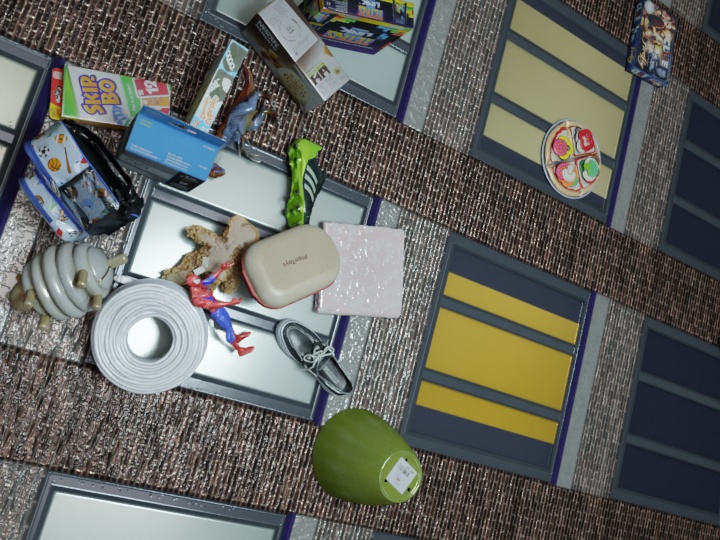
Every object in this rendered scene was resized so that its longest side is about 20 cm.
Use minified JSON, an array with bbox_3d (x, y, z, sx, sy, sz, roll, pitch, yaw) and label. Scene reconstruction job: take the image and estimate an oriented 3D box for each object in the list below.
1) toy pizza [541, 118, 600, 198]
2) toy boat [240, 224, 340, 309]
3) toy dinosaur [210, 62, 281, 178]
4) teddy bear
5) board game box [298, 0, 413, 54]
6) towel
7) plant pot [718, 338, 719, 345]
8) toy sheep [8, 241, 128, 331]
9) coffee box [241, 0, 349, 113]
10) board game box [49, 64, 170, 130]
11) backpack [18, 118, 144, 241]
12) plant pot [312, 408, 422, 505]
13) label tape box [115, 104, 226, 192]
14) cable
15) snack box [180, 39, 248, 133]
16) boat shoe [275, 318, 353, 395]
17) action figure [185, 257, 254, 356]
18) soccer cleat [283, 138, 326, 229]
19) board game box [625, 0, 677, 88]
[{"bbox_3d":[0.536,-0.281,1.718,0.199,0.032,0.202,1,88,-28],"label":"toy pizza"},{"bbox_3d":[-0.138,-0.001,1.304,0.199,0.131,0.131,-23,85,-31],"label":"toy boat"},{"bbox_3d":[-0.240,-0.266,1.313,0.181,0.105,0.200,-31,65,-12],"label":"toy dinosaur"},{"bbox_3d":[-0.276,-0.016,1.277,0.144,0.067,0.201,31,82,-18],"label":"teddy bear"},{"bbox_3d":[-0.019,-0.495,1.363,0.198,0.165,0.057,2,86,-27],"label":"board game box"},{"bbox_3d":[0.000,0.000,1.431,0.198,0.032,0.193,5,85,-28],"label":"towel"},{"bbox_3d":[1.145,0.209,1.935,0.176,0.200,0.200,46,69,-7],"label":"plant pot"},{"bbox_3d":[-0.474,0.018,1.120,0.198,0.138,0.139,-17,96,-4],"label":"toy sheep"},{"bbox_3d":[-0.127,-0.419,1.334,0.080,0.114,0.200,-45,108,-21],"label":"coffee box"},{"bbox_3d":[-0.438,-0.299,1.211,0.198,0.030,0.097,3,78,-25],"label":"board game box"},{"bbox_3d":[-0.460,-0.146,1.123,0.153,0.200,0.192,-29,98,-12],"label":"backpack"},{"bbox_3d":[0.029,0.377,1.337,0.186,0.200,0.189,1,87,-27],"label":"plant pot"},{"bbox_3d":[-0.330,-0.201,1.171,0.143,0.200,0.064,21,78,-25],"label":"label tape box"},{"bbox_3d":[-0.365,0.114,1.197,0.198,0.069,0.202,5,91,-16],"label":"cable"},{"bbox_3d":[-0.276,-0.312,1.251,0.037,0.116,0.201,28,76,-23],"label":"snack box"},{"bbox_3d":[-0.087,0.174,1.358,0.074,0.068,0.200,-42,106,-23],"label":"boat shoe"},{"bbox_3d":[-0.234,0.061,1.235,0.099,0.065,0.200,-32,132,3],"label":"action figure"},{"bbox_3d":[-0.106,-0.161,1.366,0.081,0.067,0.202,4,86,-40],"label":"soccer cleat"},{"bbox_3d":[0.790,-0.616,1.861,0.135,0.035,0.202,15,81,-26],"label":"board game box"}]
